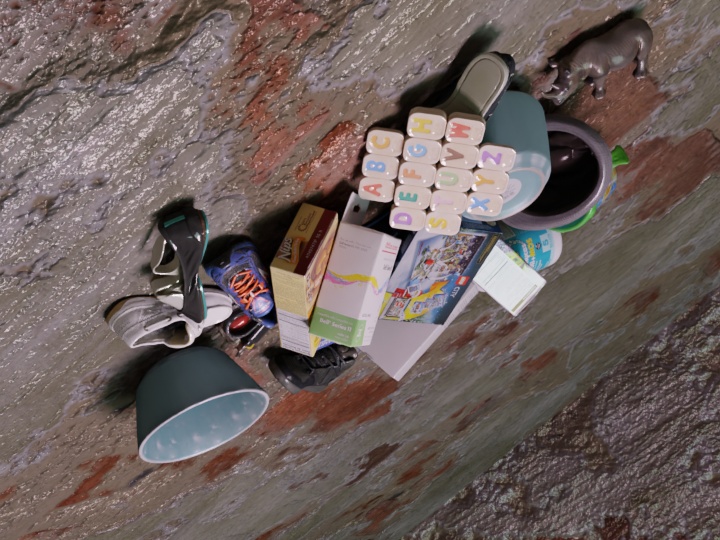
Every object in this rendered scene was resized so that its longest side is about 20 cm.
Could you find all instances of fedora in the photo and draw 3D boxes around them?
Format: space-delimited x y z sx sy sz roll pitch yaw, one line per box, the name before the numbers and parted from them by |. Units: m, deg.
fedora | 0.286 -0.161 1.695 0.200 0.177 0.090 -30 -165 29

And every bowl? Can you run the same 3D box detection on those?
bowl | -0.245 0.185 1.626 0.200 0.105 0.201 -23 155 -11
bowl | 0.186 -0.144 1.558 0.200 0.105 0.201 -17 149 -11

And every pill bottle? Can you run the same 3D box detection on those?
pill bottle | 0.237 -0.031 1.891 0.200 0.111 0.111 -22 154 -29

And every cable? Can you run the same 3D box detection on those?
cable | -0.139 0.046 1.645 0.200 0.050 0.097 -48 142 -1

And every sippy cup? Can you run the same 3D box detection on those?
sippy cup | 0.350 -0.145 1.817 0.130 0.177 0.140 -26 121 -46

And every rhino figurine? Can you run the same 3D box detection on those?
rhino figurine | 0.334 -0.293 1.576 0.200 0.060 0.088 -28 137 -15

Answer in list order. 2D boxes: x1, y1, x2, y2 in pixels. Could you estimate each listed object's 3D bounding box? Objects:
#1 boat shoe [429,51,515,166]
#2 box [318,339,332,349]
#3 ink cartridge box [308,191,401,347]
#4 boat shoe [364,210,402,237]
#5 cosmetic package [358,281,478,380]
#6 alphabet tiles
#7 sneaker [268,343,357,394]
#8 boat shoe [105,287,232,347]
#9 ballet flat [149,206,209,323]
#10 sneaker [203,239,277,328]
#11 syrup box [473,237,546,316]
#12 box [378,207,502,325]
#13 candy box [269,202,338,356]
boat shoe | 0.135 -0.212 1.454 0.066 0.074 0.200 -37 165 -49
box | -0.032 0.056 1.777 0.122 0.048 0.200 -21 153 -29
ink cartridge box | 0.000 0.000 1.536 0.117 0.067 0.201 6 100 -76
boat shoe | 0.064 -0.051 1.668 0.200 0.069 0.084 -34 157 -1
cosmetic package | 0.084 0.069 1.787 0.200 0.108 0.085 -47 167 0
alphabet tiles | 0.099 -0.126 1.467 0.195 0.015 0.200 9 135 -2
sneaker | -0.078 0.151 1.865 0.114 0.076 0.199 -42 159 12
boat shoe | -0.244 0.073 1.488 0.200 0.069 0.071 -9 145 -47
ballet flat | -0.228 -0.003 1.381 0.068 0.068 0.200 -15 141 -20
sneaker | -0.147 0.021 1.508 0.075 0.079 0.200 -36 157 2
syrup box | 0.194 -0.022 1.755 0.200 0.079 0.081 38 97 -31
box | 0.102 -0.003 1.639 0.136 0.038 0.200 6 133 -28
candy box | -0.072 0.016 1.532 0.200 0.055 0.116 87 24 -54
